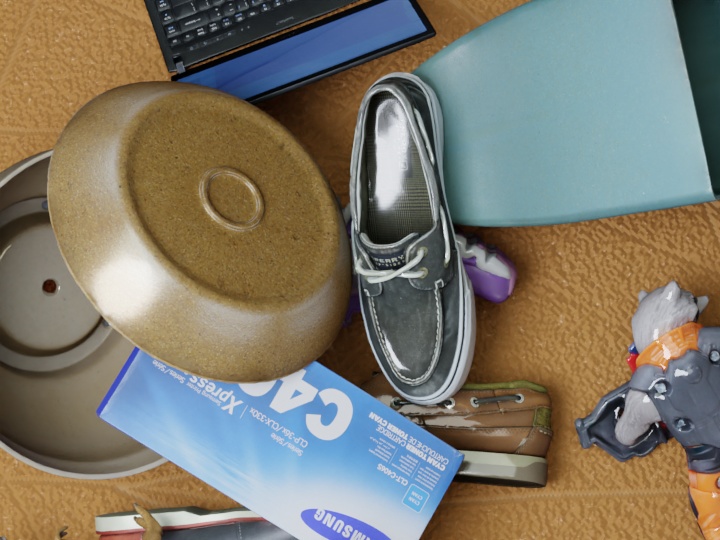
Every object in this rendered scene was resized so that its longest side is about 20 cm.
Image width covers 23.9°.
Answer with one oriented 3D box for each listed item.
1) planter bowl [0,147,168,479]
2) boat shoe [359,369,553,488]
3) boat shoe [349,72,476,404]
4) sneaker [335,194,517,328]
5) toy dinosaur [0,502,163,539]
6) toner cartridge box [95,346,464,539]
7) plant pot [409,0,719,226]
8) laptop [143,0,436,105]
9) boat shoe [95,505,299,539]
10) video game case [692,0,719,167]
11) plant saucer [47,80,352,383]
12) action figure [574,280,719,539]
[{"bbox_3d":[-0.177,0.016,1.058,0.199,0.135,0.202,-4,98,-27],"label":"planter bowl"},{"bbox_3d":[0.023,0.093,1.082,0.198,0.072,0.069,7,78,-4],"label":"boat shoe"},{"bbox_3d":[0.021,-0.016,1.016,0.072,0.071,0.202,-8,93,20],"label":"boat shoe"},{"bbox_3d":[0.000,0.000,1.099,0.198,0.080,0.089,13,93,5],"label":"sneaker"},{"bbox_3d":[-0.143,0.196,0.993,0.106,0.199,0.061,-36,121,-35],"label":"toy dinosaur"},{"bbox_3d":[-0.047,0.097,1.003,0.199,0.043,0.095,32,82,-8],"label":"toner cartridge box"},{"bbox_3d":[0.135,-0.096,1.046,0.199,0.141,0.143,-14,89,32],"label":"plant pot"},{"bbox_3d":[-0.062,-0.198,1.125,0.176,0.103,0.201,-20,78,0],"label":"laptop"},{"bbox_3d":[-0.070,0.178,1.069,0.198,0.071,0.063,-5,84,6],"label":"boat shoe"},{"bbox_3d":[0.315,-0.147,1.080,0.198,0.045,0.183,8,99,5],"label":"video game case"},{"bbox_3d":[-0.081,-0.033,0.980,0.199,0.035,0.202,19,53,-26],"label":"plant saucer"},{"bbox_3d":[0.243,0.082,1.046,0.200,0.105,0.194,-38,88,-1],"label":"action figure"}]
